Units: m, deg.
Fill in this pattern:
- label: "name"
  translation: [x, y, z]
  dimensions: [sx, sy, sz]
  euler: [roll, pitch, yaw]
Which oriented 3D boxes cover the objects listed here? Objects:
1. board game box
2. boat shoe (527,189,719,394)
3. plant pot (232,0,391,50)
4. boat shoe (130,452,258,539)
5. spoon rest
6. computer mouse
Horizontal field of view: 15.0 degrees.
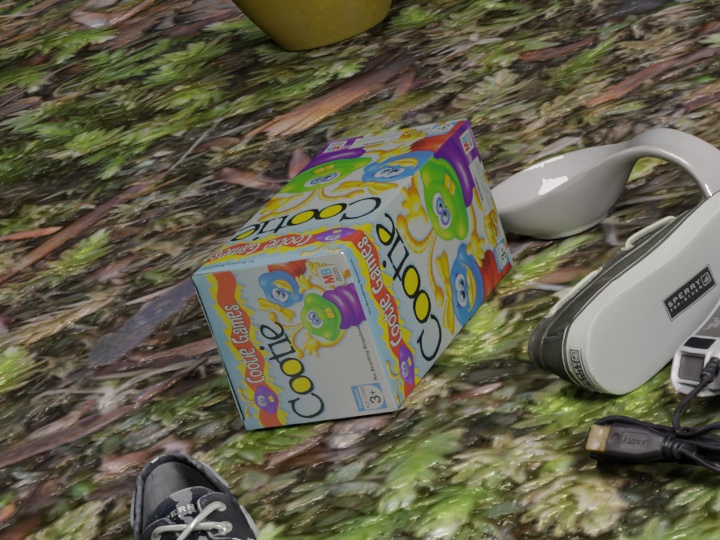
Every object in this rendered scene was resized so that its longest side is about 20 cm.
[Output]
- label: "board game box"
  translation: [0.000, 0.000, 1.620]
  dimensions: [0.103, 0.105, 0.200]
  euler: [-9, 21, 28]
- label: "boat shoe"
  translation: [0.175, -0.001, 1.501]
  dimensions: [0.200, 0.071, 0.064]
  euler: [-31, 22, -28]
- label: "plant pot"
  translation: [-0.044, -0.280, 2.425]
  dimensions: [0.199, 0.142, 0.200]
  euler: [-17, 19, 6]
- label: "boat shoe"
  translation: [-0.079, 0.141, 1.343]
  dimensions: [0.072, 0.068, 0.200]
  euler: [-20, 18, -3]
- label: "spoon rest"
  translation: [0.157, -0.056, 1.698]
  dimensions: [0.200, 0.061, 0.099]
  euler: [2, 27, 47]
- label: "computer mouse"
  translation: [0.200, 0.047, 1.385]
  dimensions: [0.109, 0.044, 0.200]
  euler: [-7, 26, 45]
